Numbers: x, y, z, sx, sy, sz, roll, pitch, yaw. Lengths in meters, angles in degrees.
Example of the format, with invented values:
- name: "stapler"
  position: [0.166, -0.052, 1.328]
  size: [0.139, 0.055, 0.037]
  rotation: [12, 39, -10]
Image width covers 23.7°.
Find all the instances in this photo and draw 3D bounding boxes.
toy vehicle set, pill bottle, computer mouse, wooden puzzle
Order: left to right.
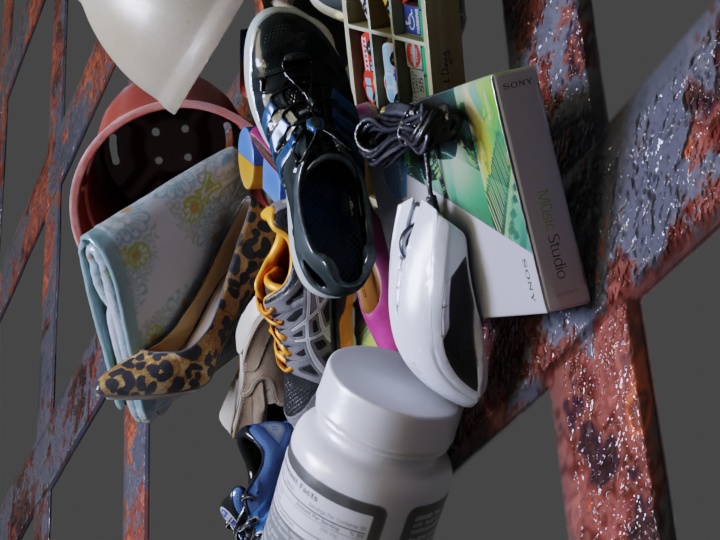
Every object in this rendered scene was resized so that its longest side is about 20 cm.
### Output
- name: "wooden puzzle"
  position: [-0.064, -0.118, 1.384]
  size: [0.185, 0.046, 0.202]
  rotation: [-136, 40, -64]
- name: "pill bottle"
  position: [-0.003, 0.161, 1.158]
  size: [0.114, 0.113, 0.202]
  rotation: [-122, 45, -60]
- name: "toy vehicle set"
  position: [0.031, -0.135, 1.190]
  size: [0.124, 0.026, 0.202]
  rotation: [25, 125, 60]
- name: "computer mouse"
  position: [0.038, -0.006, 1.075]
  size: [0.109, 0.044, 0.202]
  rotation: [12, 115, 63]

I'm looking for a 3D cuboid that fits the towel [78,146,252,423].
- name: "towel"
  position: [-0.156, 0.014, 1.484]
  size: [0.048, 0.171, 0.201]
  rotation: [22, 134, 34]

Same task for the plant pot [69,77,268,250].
- name: "plant pot"
  position: [-0.176, -0.093, 1.627]
  size: [0.196, 0.199, 0.202]
  rotation: [-112, 36, -66]

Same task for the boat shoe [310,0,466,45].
- name: "boat shoe"
  position: [0.022, -0.213, 1.293]
  size: [0.200, 0.071, 0.068]
  rotation: [33, 122, 58]

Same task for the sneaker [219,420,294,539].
- name: "sneaker"
  position: [-0.070, 0.210, 1.347]
  size: [0.079, 0.088, 0.202]
  rotation: [123, 148, -50]

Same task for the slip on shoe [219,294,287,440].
- name: "slip on shoe"
  position: [-0.067, 0.081, 1.404]
  size: [0.061, 0.076, 0.201]
  rotation: [45, 138, 23]

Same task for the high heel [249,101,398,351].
- name: "high heel"
  position: [-0.015, -0.017, 1.202]
  size: [0.067, 0.095, 0.202]
  rotation: [4, 106, 64]

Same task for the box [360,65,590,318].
- name: "box"
  position: [0.067, -0.041, 1.086]
  size: [0.200, 0.036, 0.146]
  rotation: [-10, 94, 65]

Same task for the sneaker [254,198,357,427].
- name: "sneaker"
  position: [-0.045, 0.029, 1.298]
  size: [0.078, 0.076, 0.202]
  rotation: [-133, 45, -60]

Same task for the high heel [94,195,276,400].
- name: "high heel"
  position: [-0.145, 0.024, 1.422]
  size: [0.071, 0.199, 0.144]
  rotation: [11, 112, 49]

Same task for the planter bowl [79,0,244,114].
- name: "planter bowl"
  position: [-0.161, -0.253, 1.437]
  size: [0.201, 0.134, 0.200]
  rotation: [-56, 9, 13]

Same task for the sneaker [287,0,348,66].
- name: "sneaker"
  position: [-0.031, -0.260, 1.474]
  size: [0.108, 0.067, 0.204]
  rotation: [-150, 66, -78]

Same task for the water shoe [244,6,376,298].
- name: "water shoe"
  position: [-0.024, -0.084, 1.134]
  size: [0.079, 0.071, 0.202]
  rotation: [155, 100, -75]

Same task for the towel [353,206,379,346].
- name: "towel"
  position: [0.000, 0.000, 1.342]
  size: [0.144, 0.023, 0.202]
  rotation: [126, 146, -49]
